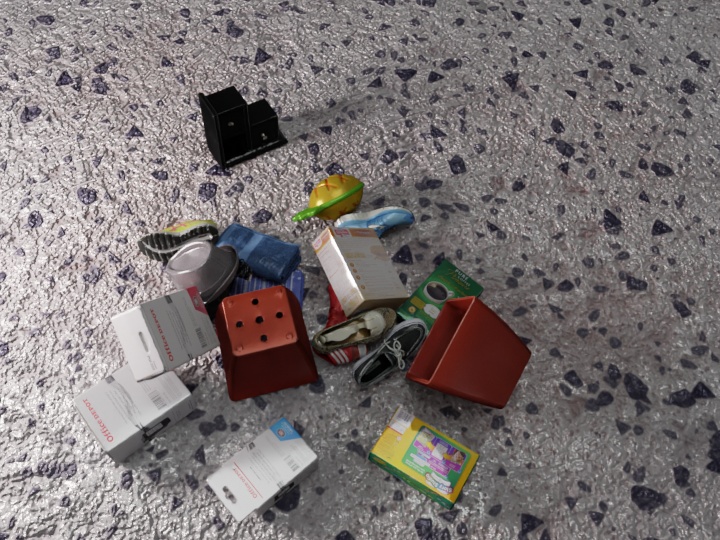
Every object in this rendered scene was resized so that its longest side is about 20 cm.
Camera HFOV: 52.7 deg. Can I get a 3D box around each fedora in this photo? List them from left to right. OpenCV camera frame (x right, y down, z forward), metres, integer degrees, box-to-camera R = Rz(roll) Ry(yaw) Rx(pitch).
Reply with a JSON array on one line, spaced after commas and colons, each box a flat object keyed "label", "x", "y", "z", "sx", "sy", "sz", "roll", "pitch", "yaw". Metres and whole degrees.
[{"label": "fedora", "x": -0.369, "y": -0.003, "z": 1.631, "sx": 0.200, "sy": 0.090, "sz": 0.177, "roll": -6, "pitch": 51, "yaw": 41}]

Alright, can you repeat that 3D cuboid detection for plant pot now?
[{"label": "plant pot", "x": -0.209, "y": 0.140, "z": 1.557, "sx": 0.199, "sy": 0.176, "sz": 0.200, "roll": -13, "pitch": 65, "yaw": -9}, {"label": "plant pot", "x": 0.238, "y": 0.189, "z": 1.544, "sx": 0.176, "sy": 0.200, "sz": 0.200, "roll": 31, "pitch": 81, "yaw": -6}]

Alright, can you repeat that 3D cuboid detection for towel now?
[{"label": "towel", "x": -0.249, "y": -0.044, "z": 1.736, "sx": 0.200, "sy": 0.049, "sz": 0.112, "roll": 22, "pitch": 51, "yaw": 15}, {"label": "towel", "x": -0.235, "y": 0.061, "z": 1.710, "sx": 0.200, "sy": 0.024, "sz": 0.145, "roll": 2, "pitch": 60, "yaw": -2}]

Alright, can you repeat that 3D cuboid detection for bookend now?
[{"label": "bookend", "x": -0.298, "y": -0.389, "z": 1.873, "sx": 0.200, "sy": 0.199, "sz": 0.092, "roll": -26, "pitch": 62, "yaw": -20}]

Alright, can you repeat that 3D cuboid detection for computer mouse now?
[{"label": "computer mouse", "x": -0.325, "y": 0.055, "z": 1.655, "sx": 0.200, "sy": 0.053, "sz": 0.138, "roll": -49, "pitch": 37, "yaw": -5}]

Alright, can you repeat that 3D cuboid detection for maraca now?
[{"label": "maraca", "x": -0.078, "y": -0.172, "z": 1.804, "sx": 0.200, "sy": 0.137, "sz": 0.107, "roll": -32, "pitch": 101, "yaw": -22}]

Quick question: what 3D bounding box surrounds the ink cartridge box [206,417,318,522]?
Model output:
[{"label": "ink cartridge box", "x": -0.197, "y": 0.409, "z": 1.468, "sx": 0.200, "sy": 0.067, "sz": 0.116, "roll": -36, "pitch": 68, "yaw": -23}]

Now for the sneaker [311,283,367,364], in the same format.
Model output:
[{"label": "sneaker", "x": -0.066, "y": 0.121, "z": 1.651, "sx": 0.115, "sy": 0.078, "sz": 0.200, "roll": -15, "pitch": 60, "yaw": -15}]

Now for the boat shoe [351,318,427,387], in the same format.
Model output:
[{"label": "boat shoe", "x": 0.068, "y": 0.182, "z": 1.591, "sx": 0.199, "sy": 0.068, "sz": 0.074, "roll": -34, "pitch": 106, "yaw": -4}]

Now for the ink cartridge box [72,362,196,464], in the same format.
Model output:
[{"label": "ink cartridge box", "x": -0.469, "y": 0.280, "z": 1.516, "sx": 0.200, "sy": 0.083, "sz": 0.145, "roll": -34, "pitch": 67, "yaw": -22}]

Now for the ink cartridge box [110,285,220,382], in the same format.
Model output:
[{"label": "ink cartridge box", "x": -0.396, "y": 0.127, "z": 1.493, "sx": 0.085, "sy": 0.200, "sz": 0.146, "roll": -22, "pitch": 91, "yaw": 21}]

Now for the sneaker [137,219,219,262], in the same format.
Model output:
[{"label": "sneaker", "x": -0.435, "y": -0.079, "z": 1.755, "sx": 0.200, "sy": 0.078, "sz": 0.090, "roll": -10, "pitch": 27, "yaw": 0}]

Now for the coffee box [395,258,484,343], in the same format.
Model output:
[{"label": "coffee box", "x": 0.186, "y": 0.078, "z": 1.716, "sx": 0.123, "sy": 0.044, "sz": 0.200, "roll": 37, "pitch": 63, "yaw": 15}]

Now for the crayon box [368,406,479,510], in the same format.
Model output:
[{"label": "crayon box", "x": 0.131, "y": 0.390, "z": 1.512, "sx": 0.200, "sy": 0.058, "sz": 0.119, "roll": 29, "pitch": 61, "yaw": 13}]

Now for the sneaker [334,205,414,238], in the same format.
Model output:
[{"label": "sneaker", "x": 0.040, "y": -0.102, "z": 1.811, "sx": 0.200, "sy": 0.078, "sz": 0.090, "roll": -12, "pitch": 77, "yaw": -7}]

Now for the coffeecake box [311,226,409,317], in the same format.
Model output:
[{"label": "coffeecake box", "x": 0.000, "y": 0.000, "z": 1.664, "sx": 0.153, "sy": 0.073, "sz": 0.200, "roll": -1, "pitch": 56, "yaw": -45}]

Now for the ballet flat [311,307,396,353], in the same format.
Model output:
[{"label": "ballet flat", "x": -0.010, "y": 0.131, "z": 1.580, "sx": 0.200, "sy": 0.075, "sz": 0.068, "roll": -19, "pitch": 81, "yaw": -8}]
